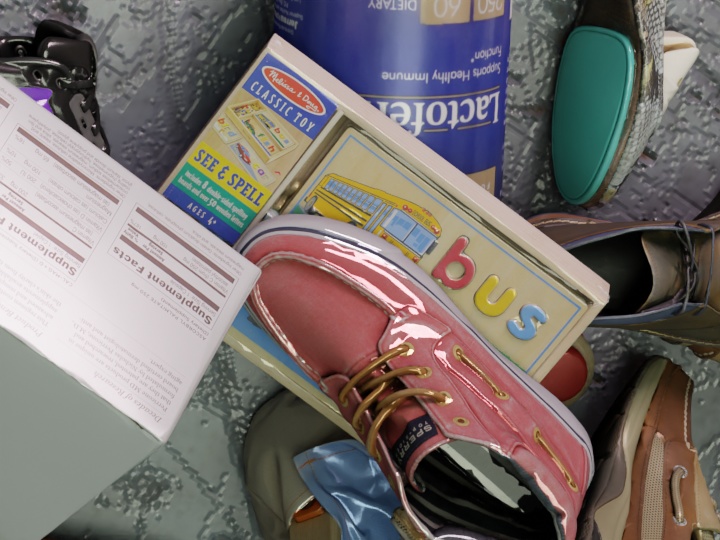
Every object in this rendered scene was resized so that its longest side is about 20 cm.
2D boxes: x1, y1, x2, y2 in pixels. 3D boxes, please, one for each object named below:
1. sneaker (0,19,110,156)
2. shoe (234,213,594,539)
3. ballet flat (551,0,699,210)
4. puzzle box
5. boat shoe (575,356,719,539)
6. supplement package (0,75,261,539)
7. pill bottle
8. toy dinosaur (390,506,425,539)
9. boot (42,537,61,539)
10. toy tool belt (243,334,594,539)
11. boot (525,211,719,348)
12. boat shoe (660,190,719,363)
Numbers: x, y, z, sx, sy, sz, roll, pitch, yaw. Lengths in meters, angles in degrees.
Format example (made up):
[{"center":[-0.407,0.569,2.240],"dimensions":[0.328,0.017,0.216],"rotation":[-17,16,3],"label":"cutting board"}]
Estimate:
[{"center":[-0.148,-0.064,1.389],"dimensions":[0.200,0.070,0.100],"rotation":[37,92,-21],"label":"sneaker"},{"center":[0.022,0.055,1.306],"dimensions":[0.200,0.091,0.072],"rotation":[38,110,-7],"label":"shoe"},{"center":[0.139,-0.128,1.445],"dimensions":[0.072,0.072,0.201],"rotation":[-2,108,-13],"label":"ballet flat"},{"center":[0.000,0.000,1.352],"dimensions":[0.200,0.025,0.133],"rotation":[36,110,-6],"label":"puzzle box"},{"center":[0.140,0.128,1.447],"dimensions":[0.074,0.200,0.076],"rotation":[28,132,-3],"label":"boat shoe"},{"center":[-0.179,0.009,1.306],"dimensions":[0.200,0.156,0.111],"rotation":[37,52,-12],"label":"supplement package"},{"center":[0.013,-0.069,1.403],"dimensions":[0.115,0.116,0.201],"rotation":[-2,107,-13],"label":"pill bottle"},{"center":[0.041,0.201,1.422],"dimensions":[0.106,0.060,0.200],"rotation":[-26,134,-8],"label":"toy dinosaur"},{"center":[-0.175,0.132,1.440],"dimensions":[0.200,0.068,0.189],"rotation":[19,100,-19],"label":"boot"},{"center":[0.042,0.097,1.454],"dimensions":[0.200,0.123,0.125],"rotation":[-28,111,-5],"label":"toy tool belt"},{"center":[0.166,0.008,1.412],"dimensions":[0.199,0.097,0.075],"rotation":[-1,98,6],"label":"boot"},{"center":[0.232,-0.034,1.496],"dimensions":[0.074,0.076,0.200],"rotation":[33,104,-25],"label":"boat shoe"}]
